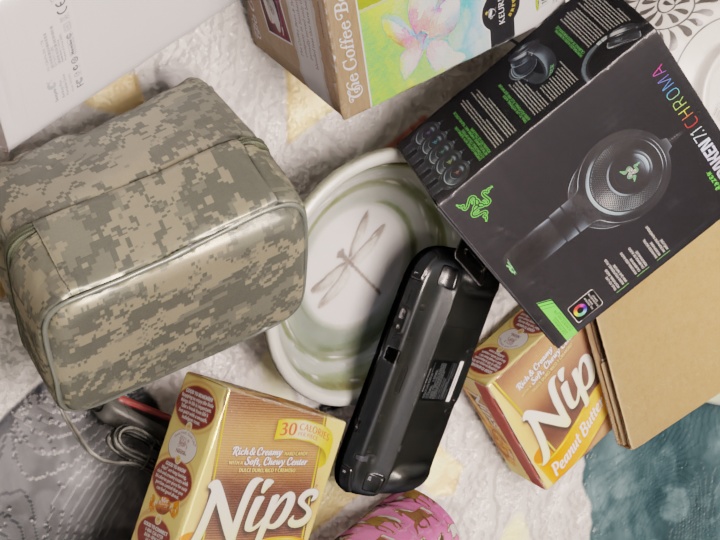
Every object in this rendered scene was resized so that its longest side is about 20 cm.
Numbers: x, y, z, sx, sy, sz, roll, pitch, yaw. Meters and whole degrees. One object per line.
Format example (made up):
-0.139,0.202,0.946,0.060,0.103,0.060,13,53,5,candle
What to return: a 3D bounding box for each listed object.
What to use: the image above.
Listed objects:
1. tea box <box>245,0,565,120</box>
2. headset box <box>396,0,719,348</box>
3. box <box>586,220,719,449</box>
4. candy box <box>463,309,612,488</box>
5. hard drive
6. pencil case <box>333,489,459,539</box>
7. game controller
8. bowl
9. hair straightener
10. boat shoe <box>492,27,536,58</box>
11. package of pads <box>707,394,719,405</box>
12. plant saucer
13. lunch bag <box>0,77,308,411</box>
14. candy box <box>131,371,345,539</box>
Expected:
0.021,-0.245,1.013,0.196,0.134,0.201,-28,134,-18,tea box
0.148,-0.069,1.074,0.199,0.093,0.174,-38,126,6,headset box
0.269,0.028,1.225,0.199,0.021,0.165,-28,113,-22,box
0.184,0.067,1.240,0.200,0.055,0.116,-39,117,-15,candy box
-0.162,-0.175,0.970,0.199,0.025,0.132,-38,156,-23,hard drive
0.014,0.228,1.123,0.083,0.200,0.087,38,110,10,pencil case
0.044,0.079,1.147,0.104,0.042,0.202,4,109,-57,game controller
0.282,-0.148,1.230,0.199,0.094,0.203,-6,104,-27,bowl
-0.131,0.128,1.079,0.199,0.077,0.041,33,112,-31,hair straightener
0.165,-0.113,1.167,0.200,0.074,0.065,43,90,-4,boat shoe
0.370,0.027,1.333,0.153,0.068,0.202,13,96,-30,package of pads
0.000,0.000,1.123,0.199,0.050,0.202,-18,121,-33,plant saucer
-0.148,-0.030,0.989,0.199,0.168,0.140,-25,150,-19,lunch bag
-0.095,0.182,1.047,0.115,0.055,0.202,21,87,-43,candy box
